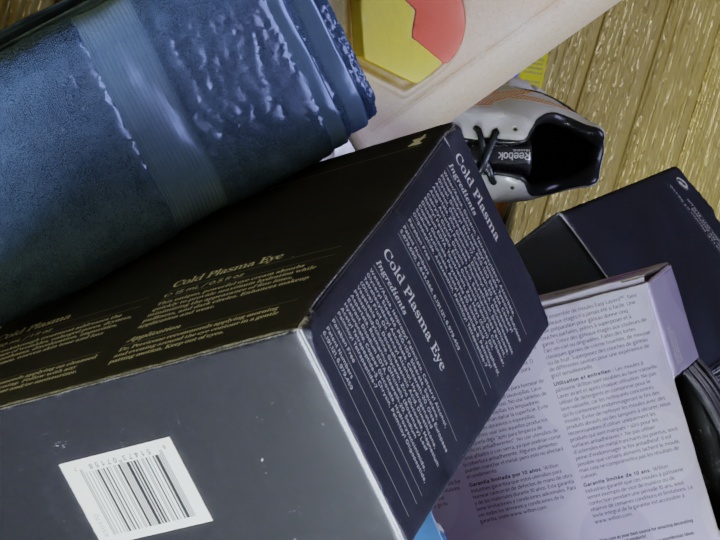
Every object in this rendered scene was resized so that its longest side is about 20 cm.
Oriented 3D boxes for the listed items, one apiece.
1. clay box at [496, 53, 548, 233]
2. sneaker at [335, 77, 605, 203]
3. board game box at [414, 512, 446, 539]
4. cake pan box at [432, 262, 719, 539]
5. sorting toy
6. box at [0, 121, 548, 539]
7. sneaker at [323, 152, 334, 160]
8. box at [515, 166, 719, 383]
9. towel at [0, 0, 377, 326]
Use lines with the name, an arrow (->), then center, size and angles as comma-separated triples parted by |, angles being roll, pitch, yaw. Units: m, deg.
clay box -> 0.056, -0.087, 1.675 | 0.115, 0.048, 0.201 | 1, 104, -63
sneaker -> 0.043, -0.070, 1.566 | 0.200, 0.080, 0.074 | -6, 107, -34
board game box -> 0.041, 0.152, 1.470 | 0.039, 0.158, 0.200 | -26, 101, -18
cake pan box -> 0.094, 0.105, 1.517 | 0.052, 0.200, 0.185 | -32, 104, -64
sorting toy -> 0.036, -0.172, 1.437 | 0.185, 0.036, 0.200 | -36, 116, -10
box -> -0.052, 0.044, 1.227 | 0.104, 0.200, 0.182 | 64, 32, -19
sneaker -> -0.074, -0.052, 1.416 | 0.200, 0.076, 0.081 | -38, 132, -62
box -> 0.104, 0.054, 1.640 | 0.200, 0.123, 0.198 | -39, 173, 24
towel -> -0.099, -0.063, 1.240 | 0.200, 0.049, 0.112 | -29, 112, -10
